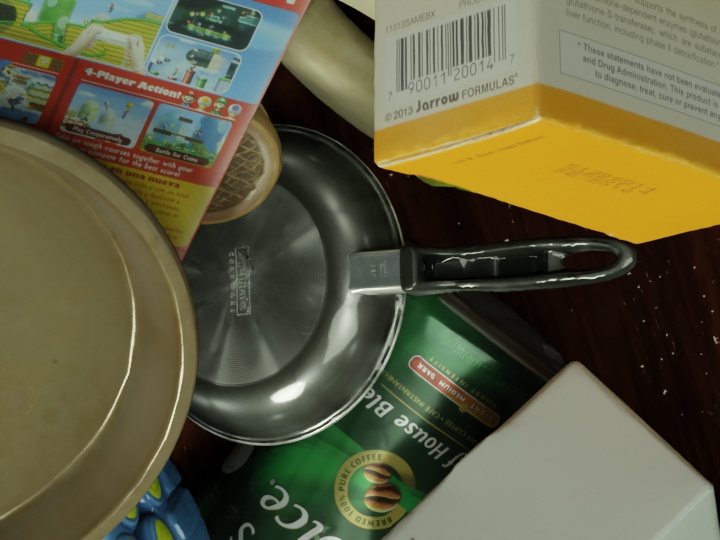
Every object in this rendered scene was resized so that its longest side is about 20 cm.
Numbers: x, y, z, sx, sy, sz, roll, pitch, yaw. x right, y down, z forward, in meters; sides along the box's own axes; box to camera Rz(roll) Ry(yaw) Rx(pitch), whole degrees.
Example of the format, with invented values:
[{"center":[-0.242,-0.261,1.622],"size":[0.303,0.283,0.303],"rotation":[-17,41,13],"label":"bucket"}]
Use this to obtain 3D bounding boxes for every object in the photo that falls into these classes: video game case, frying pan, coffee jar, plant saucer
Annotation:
[{"center":[-0.113,-0.040,0.913],"size":[0.143,0.017,0.200],"rotation":[14,124,-23],"label":"video game case"},{"center":[-0.006,0.016,1.009],"size":[0.031,0.190,0.115],"rotation":[9,100,-59],"label":"frying pan"},{"center":[-0.011,0.093,1.070],"size":[0.104,0.085,0.200],"rotation":[36,99,-10],"label":"coffee jar"},{"center":[-0.151,0.030,0.920],"size":[0.200,0.029,0.200],"rotation":[-9,126,-13],"label":"plant saucer"}]

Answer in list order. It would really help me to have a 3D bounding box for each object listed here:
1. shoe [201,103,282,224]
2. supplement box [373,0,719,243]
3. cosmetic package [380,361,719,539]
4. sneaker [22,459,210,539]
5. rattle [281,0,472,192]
[{"center":[-0.117,-0.073,0.935],"size":[0.200,0.053,0.070],"rotation":[24,124,-28],"label":"shoe"},{"center":[0.071,-0.121,0.926],"size":[0.126,0.073,0.200],"rotation":[15,69,-42],"label":"supplement box"},{"center":[0.075,0.124,1.040],"size":[0.101,0.071,0.200],"rotation":[-43,155,-10],"label":"cosmetic package"},{"center":[-0.121,0.074,1.023],"size":[0.083,0.071,0.200],"rotation":[-41,78,19],"label":"sneaker"},{"center":[0.006,-0.132,0.999],"size":[0.200,0.130,0.143],"rotation":[39,90,1],"label":"rattle"}]
